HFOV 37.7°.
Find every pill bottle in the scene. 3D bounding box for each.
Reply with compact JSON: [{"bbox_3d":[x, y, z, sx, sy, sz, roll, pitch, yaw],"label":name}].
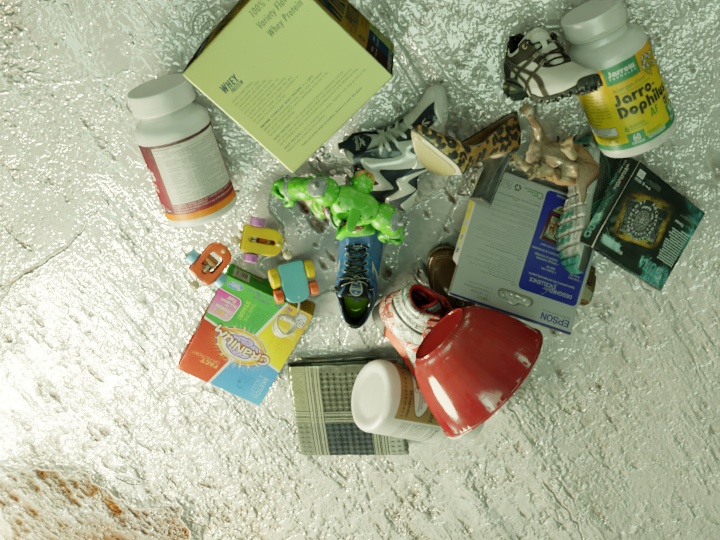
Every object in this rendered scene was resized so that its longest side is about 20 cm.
[{"bbox_3d":[-0.256,-0.171,1.505,0.109,0.110,0.200,-12,117,9],"label":"pill bottle"},{"bbox_3d":[0.346,-0.264,1.427,0.113,0.113,0.200,-22,115,13],"label":"pill bottle"},{"bbox_3d":[0.096,0.213,1.670,0.200,0.114,0.114,15,120,-31],"label":"pill bottle"}]

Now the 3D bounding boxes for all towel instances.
[{"bbox_3d":[-0.017,0.226,1.758,0.192,0.035,0.200,-1,120,7],"label":"towel"}]

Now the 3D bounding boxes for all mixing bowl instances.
[{"bbox_3d":[0.149,0.123,1.485,0.108,0.200,0.200,43,112,-10],"label":"mixing bowl"}]

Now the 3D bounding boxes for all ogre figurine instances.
[{"bbox_3d":[-0.016,-0.087,1.481,0.200,0.120,0.098,42,76,-12],"label":"ogre figurine"}]

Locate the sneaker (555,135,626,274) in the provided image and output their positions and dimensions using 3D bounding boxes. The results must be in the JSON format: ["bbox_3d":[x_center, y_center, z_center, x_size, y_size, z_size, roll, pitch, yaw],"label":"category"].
[{"bbox_3d":[0.340,-0.090,1.508,0.091,0.078,0.200,12,86,-15],"label":"sneaker"}]

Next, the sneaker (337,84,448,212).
[{"bbox_3d":[0.038,-0.185,1.501,0.129,0.080,0.199,13,128,-14],"label":"sneaker"}]

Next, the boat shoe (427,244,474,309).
[{"bbox_3d":[0.149,0.059,1.634,0.072,0.068,0.200,-12,116,10],"label":"boat shoe"}]

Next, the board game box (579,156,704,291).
[{"bbox_3d":[0.405,-0.062,1.505,0.200,0.028,0.135,26,95,-42],"label":"board game box"}]

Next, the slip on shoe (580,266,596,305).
[{"bbox_3d":[0.264,-0.008,1.602,0.200,0.076,0.061,19,78,1],"label":"slip on shoe"}]

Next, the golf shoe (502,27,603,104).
[{"bbox_3d":[0.243,-0.271,1.388,0.078,0.200,0.095,-17,107,-21],"label":"golf shoe"}]

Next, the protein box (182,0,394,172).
[{"bbox_3d":[-0.093,-0.285,1.422,0.200,0.135,0.199,41,113,-18],"label":"protein box"}]

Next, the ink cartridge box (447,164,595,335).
[{"bbox_3d":[0.241,-0.030,1.545,0.197,0.047,0.200,19,86,-9],"label":"ink cartridge box"}]

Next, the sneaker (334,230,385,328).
[{"bbox_3d":[0.000,0.000,1.598,0.078,0.089,0.200,0,119,1],"label":"sneaker"}]

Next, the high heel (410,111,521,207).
[{"bbox_3d":[0.147,-0.192,1.453,0.200,0.071,0.143,33,76,-44],"label":"high heel"}]

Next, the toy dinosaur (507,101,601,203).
[{"bbox_3d":[0.276,-0.145,1.427,0.135,0.200,0.086,24,103,-38],"label":"toy dinosaur"}]

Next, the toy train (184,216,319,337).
[{"bbox_3d":[-0.163,0.005,1.607,0.200,0.056,0.150,38,86,-15],"label":"toy train"}]

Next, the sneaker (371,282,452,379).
[{"bbox_3d":[0.114,0.108,1.591,0.201,0.067,0.108,48,137,-3],"label":"sneaker"}]

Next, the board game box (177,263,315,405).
[{"bbox_3d":[-0.184,0.106,1.690,0.153,0.040,0.200,25,116,-11],"label":"board game box"}]
